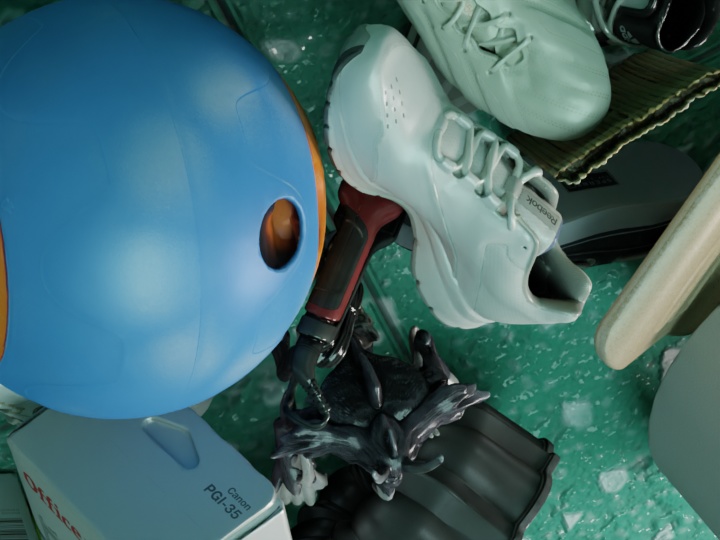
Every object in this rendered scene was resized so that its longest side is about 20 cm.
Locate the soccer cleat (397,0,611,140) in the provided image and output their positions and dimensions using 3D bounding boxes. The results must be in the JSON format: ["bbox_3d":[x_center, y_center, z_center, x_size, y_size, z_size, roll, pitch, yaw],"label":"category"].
[{"bbox_3d":[0.043,-0.142,1.066,0.069,0.200,0.078,-40,173,6],"label":"soccer cleat"}]

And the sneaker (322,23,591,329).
[{"bbox_3d":[0.051,-0.045,1.084,0.200,0.087,0.075,53,56,-41],"label":"sneaker"}]

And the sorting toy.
[{"bbox_3d":[0.199,-0.035,1.229,0.186,0.036,0.200,-56,165,14],"label":"sorting toy"}]

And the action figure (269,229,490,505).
[{"bbox_3d":[-0.002,0.065,1.186,0.118,0.200,0.102,-18,129,-7],"label":"action figure"}]

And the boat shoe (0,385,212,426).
[{"bbox_3d":[-0.165,0.061,1.205,0.199,0.071,0.070,2,123,-24],"label":"boat shoe"}]

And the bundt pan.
[{"bbox_3d":[0.016,0.148,1.273,0.076,0.202,0.202,42,105,-8],"label":"bundt pan"}]

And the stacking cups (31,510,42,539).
[{"bbox_3d":[-0.180,0.190,1.303,0.060,0.061,0.201,8,122,-26],"label":"stacking cups"}]

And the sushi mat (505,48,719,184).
[{"bbox_3d":[0.126,-0.081,1.142,0.095,0.200,0.012,-33,98,3],"label":"sushi mat"}]

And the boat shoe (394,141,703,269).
[{"bbox_3d":[0.096,-0.025,1.243,0.198,0.074,0.068,-12,137,-32],"label":"boat shoe"}]

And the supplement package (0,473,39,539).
[{"bbox_3d":[-0.251,0.226,1.267,0.109,0.114,0.201,1,126,-25],"label":"supplement package"}]

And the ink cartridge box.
[{"bbox_3d":[-0.097,0.165,1.180,0.083,0.146,0.201,-34,139,-22],"label":"ink cartridge box"}]

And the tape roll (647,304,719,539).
[{"bbox_3d":[0.290,0.098,1.333,0.202,0.139,0.203,-22,140,-20],"label":"tape roll"}]

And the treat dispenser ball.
[{"bbox_3d":[-0.116,-0.030,1.070,0.200,0.201,0.202,-10,128,-13],"label":"treat dispenser ball"}]

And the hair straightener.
[{"bbox_3d":[0.000,0.000,1.134,0.041,0.201,0.077,14,147,3],"label":"hair straightener"}]

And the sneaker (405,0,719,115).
[{"bbox_3d":[0.105,-0.132,1.134,0.200,0.116,0.076,-44,128,17],"label":"sneaker"}]
